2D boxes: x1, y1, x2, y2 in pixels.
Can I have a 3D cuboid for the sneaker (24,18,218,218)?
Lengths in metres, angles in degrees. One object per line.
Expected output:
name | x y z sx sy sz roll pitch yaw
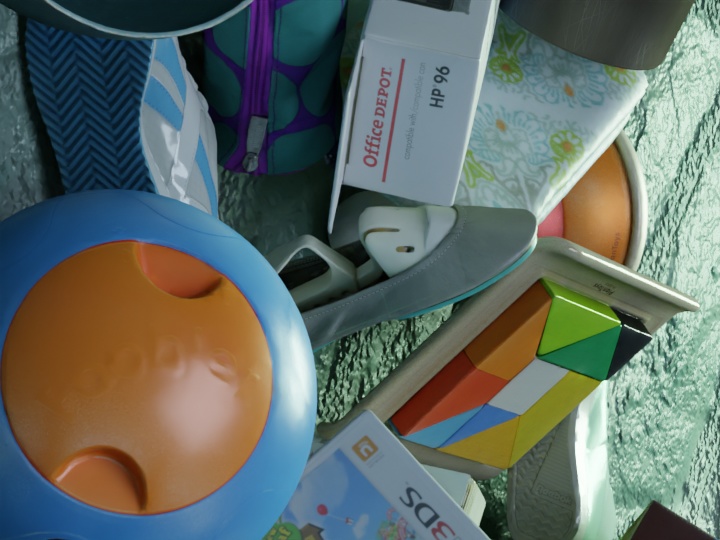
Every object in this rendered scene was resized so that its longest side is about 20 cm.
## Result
sneaker | -0.121 -0.091 1.421 0.081 0.076 0.201 -44 131 -62

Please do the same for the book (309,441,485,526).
book | -0.023 0.201 1.531 0.048 0.133 0.201 63 42 -61

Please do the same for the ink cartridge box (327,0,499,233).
ink cartridge box | 0.036 -0.119 1.481 0.116 0.068 0.200 98 5 -48

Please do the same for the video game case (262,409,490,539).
video game case | -0.009 0.205 1.476 0.200 0.182 0.022 -40 167 -15

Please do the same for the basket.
basket | 0.164 -0.230 1.568 0.180 0.136 0.201 -71 -176 -66

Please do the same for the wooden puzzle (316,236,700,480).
wooden puzzle | 0.095 0.063 1.648 0.185 0.200 0.037 21 35 -55

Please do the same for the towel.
towel | 0.061 -0.106 1.598 0.200 0.171 0.048 -47 169 -42

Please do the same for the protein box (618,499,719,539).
protein box | 0.178 0.280 1.712 0.200 0.135 0.199 -57 174 -15

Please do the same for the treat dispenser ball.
treat dispenser ball | -0.121 0.062 1.316 0.201 0.200 0.202 -8 100 -54

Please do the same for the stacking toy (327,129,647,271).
stacking toy | 0.064 -0.034 1.661 0.199 0.146 0.147 -4 97 -38

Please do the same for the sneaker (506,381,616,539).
sneaker | 0.134 0.106 1.809 0.118 0.073 0.201 52 40 -65

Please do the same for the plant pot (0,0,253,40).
plant pot | -0.140 -0.204 1.298 0.199 0.135 0.201 2 87 -35

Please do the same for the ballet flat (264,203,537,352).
ballet flat | 0.000 0.000 1.500 0.064 0.199 0.068 55 21 -30

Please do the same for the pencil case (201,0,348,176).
pencil case | -0.046 -0.136 1.436 0.200 0.085 0.093 93 7 -52
